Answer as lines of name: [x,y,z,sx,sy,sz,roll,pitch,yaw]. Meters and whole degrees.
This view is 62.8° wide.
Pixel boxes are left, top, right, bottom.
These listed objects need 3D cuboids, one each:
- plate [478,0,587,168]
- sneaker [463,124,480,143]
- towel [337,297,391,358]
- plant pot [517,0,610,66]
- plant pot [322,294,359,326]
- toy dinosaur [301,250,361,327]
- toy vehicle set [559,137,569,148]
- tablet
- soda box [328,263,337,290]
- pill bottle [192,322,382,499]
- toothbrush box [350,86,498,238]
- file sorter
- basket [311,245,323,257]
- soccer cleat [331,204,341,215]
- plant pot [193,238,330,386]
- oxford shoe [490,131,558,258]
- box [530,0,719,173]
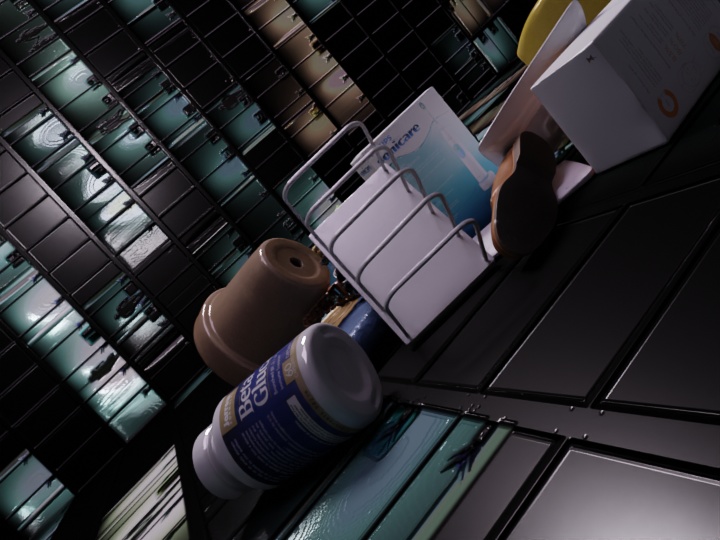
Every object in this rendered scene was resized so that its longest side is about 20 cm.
plate: [0.248,-0.211,0.768,0.202,0.032,0.199,-57,-28,11]
sneaker: [0.175,-0.197,0.951,0.198,0.071,0.083,23,59,32]
towel: [0.018,0.065,0.804,0.111,0.049,0.200,-35,11,47]
plant pot: [0.419,-0.467,1.136,0.200,0.195,0.195,-47,2,46]
plant pot: [-0.030,0.084,1.023,0.200,0.028,0.200,-43,7,7]
toy dinosaur: [0.000,0.000,0.815,0.136,0.101,0.203,77,-146,-74]
toy vehicle set: [0.326,-0.245,0.966,0.200,0.027,0.124,-48,9,-28]
tablet: [0.192,-0.064,0.737,0.199,0.014,0.130,-41,8,12]
soda box: [0.009,-0.010,1.012,0.199,0.065,0.068,-15,13,48]
pill bottle: [-0.082,0.153,0.607,0.199,0.111,0.111,-40,8,23]
toothbrush box: [0.106,-0.135,0.861,0.146,0.200,0.085,-44,8,-9]
file sorter: [0.028,-0.046,0.664,0.139,0.200,0.125,-43,-29,-2]
basket: [0.021,-0.068,1.132,0.149,0.142,0.200,-52,6,-37]
soccer cleat: [0.036,-0.100,0.936,0.199,0.081,0.068,-29,-14,-46]
plant pot: [-0.129,0.055,0.881,0.176,0.199,0.201,-59,-1,29]
oxford shoe: [0.175,-0.073,0.665,0.071,0.071,0.201,-52,8,45]
box: [0.300,-0.225,0.639,0.200,0.125,0.097,-46,8,-24]
